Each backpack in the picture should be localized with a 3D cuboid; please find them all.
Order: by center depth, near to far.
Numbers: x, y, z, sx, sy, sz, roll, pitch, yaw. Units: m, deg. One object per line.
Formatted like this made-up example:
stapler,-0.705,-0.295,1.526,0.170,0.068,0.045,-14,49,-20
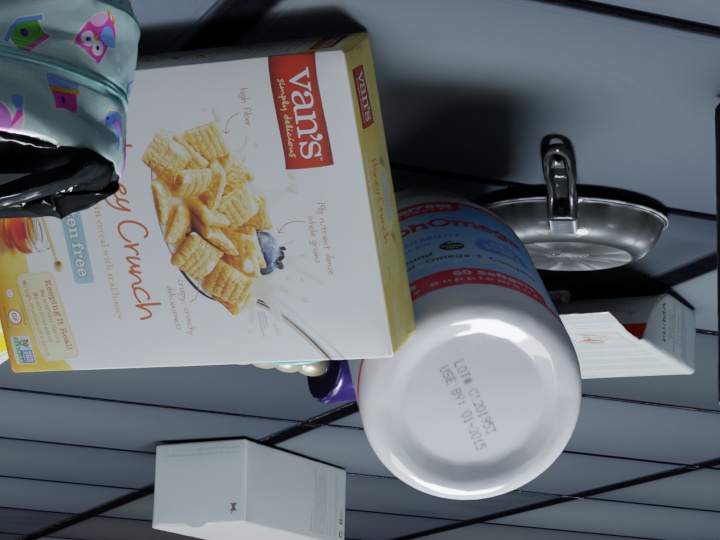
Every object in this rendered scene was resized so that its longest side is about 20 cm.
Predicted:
backpack,-0.185,-0.080,0.807,0.200,0.127,0.167,4,177,-9

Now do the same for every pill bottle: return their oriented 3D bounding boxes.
pill bottle,0.044,0.027,1.075,0.109,0.109,0.200,4,-160,-8

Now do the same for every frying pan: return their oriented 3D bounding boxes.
frying pan,0.126,-0.029,1.160,0.115,0.031,0.190,5,169,-14

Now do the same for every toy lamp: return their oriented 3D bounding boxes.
toy lamp,-0.070,0.057,1.462,0.200,0.058,0.058,9,164,-28

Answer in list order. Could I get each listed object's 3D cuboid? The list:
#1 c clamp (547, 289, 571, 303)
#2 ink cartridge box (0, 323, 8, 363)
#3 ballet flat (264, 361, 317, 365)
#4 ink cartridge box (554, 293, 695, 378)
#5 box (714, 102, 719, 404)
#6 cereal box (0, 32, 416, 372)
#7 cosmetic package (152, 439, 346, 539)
c clamp,0.000,0.000,1.300,0.200,0.027,0.171,11,169,-35
ink cartridge box,-0.184,0.007,1.140,0.148,0.076,0.200,-34,149,23
ballet flat,-0.103,0.012,1.241,0.200,0.072,0.072,6,170,32
ink cartridge box,0.113,0.032,1.350,0.160,0.047,0.200,-3,165,23
box,0.270,-0.013,0.947,0.200,0.149,0.107,-11,161,43
cereal box,-0.081,-0.028,0.967,0.200,0.144,0.040,-4,-164,22
cosmetic package,-0.106,0.223,2.058,0.107,0.085,0.200,-6,163,26
